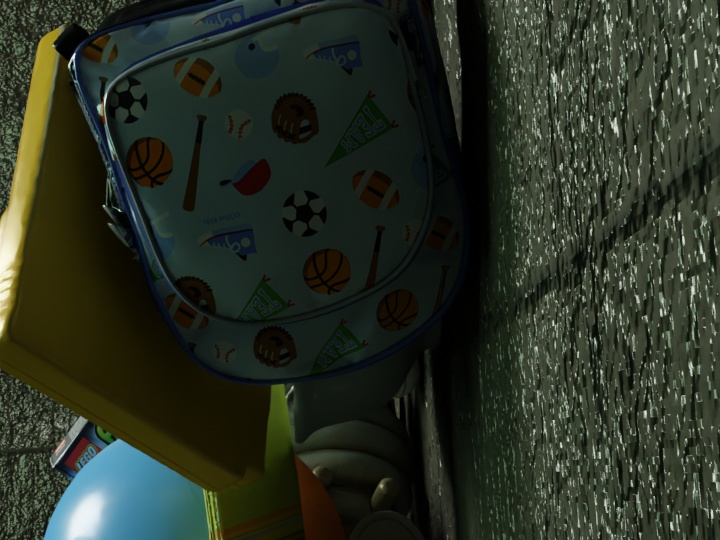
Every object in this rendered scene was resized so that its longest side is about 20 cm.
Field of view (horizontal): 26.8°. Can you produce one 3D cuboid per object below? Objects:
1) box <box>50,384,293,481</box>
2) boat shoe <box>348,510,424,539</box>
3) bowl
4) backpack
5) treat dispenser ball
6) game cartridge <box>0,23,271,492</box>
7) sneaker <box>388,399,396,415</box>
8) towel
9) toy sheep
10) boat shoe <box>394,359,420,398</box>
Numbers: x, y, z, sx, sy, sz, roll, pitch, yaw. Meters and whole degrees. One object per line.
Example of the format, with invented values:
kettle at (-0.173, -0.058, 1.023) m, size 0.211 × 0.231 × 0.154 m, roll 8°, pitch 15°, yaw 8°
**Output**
box at (-0.118, 0.085, 1.077) m, size 0.201 × 0.110 × 0.035 m, roll -55°, pitch 15°, yaw -5°
boat shoe at (0.020, 0.251, 0.932) m, size 0.063 × 0.072 × 0.202 m, roll 115°, pitch 148°, yaw -77°
bowl at (0.000, 0.000, 0.900) m, size 0.201 × 0.089 × 0.203 m, roll 177°, pitch 90°, yaw -87°
backpack at (-0.031, -0.045, 0.715) m, size 0.154 × 0.198 × 0.192 m, roll -88°, pitch -20°, yaw -70°
treat dispenser ball at (-0.106, 0.196, 0.966) m, size 0.201 × 0.199 × 0.203 m, roll 177°, pitch 90°, yaw -87°
game cartridge at (-0.110, -0.003, 0.780) m, size 0.176 × 0.032 × 0.201 m, roll 39°, pitch -140°, yaw -38°
sneaker at (-0.011, 0.177, 1.262) m, size 0.076 × 0.091 × 0.202 m, roll -97°, pitch 6°, yaw -60°
towel at (-0.064, 0.114, 0.859) m, size 0.086 × 0.018 × 0.202 m, roll -5°, pitch -92°, yaw -61°
toy sheep at (-0.020, 0.140, 1.108) m, size 0.139 × 0.136 × 0.201 m, roll 91°, pitch -178°, yaw -51°
boat shoe at (-0.043, 0.017, 1.028) m, size 0.201 × 0.068 × 0.072 m, roll 52°, pitch 143°, yaw -4°
